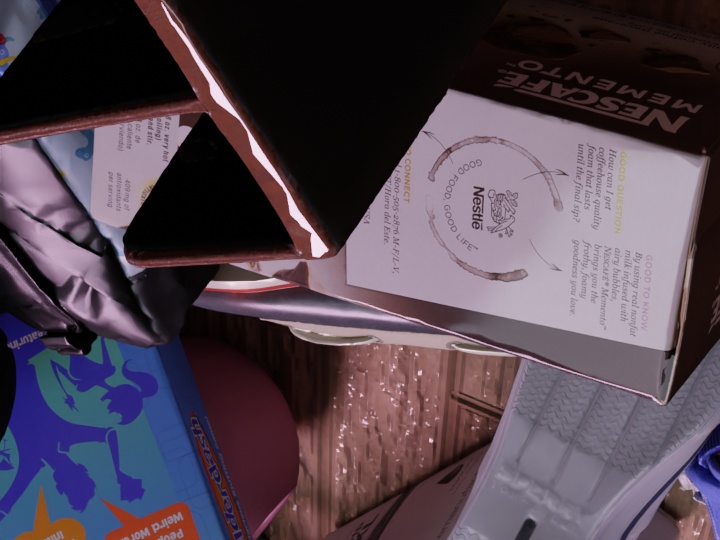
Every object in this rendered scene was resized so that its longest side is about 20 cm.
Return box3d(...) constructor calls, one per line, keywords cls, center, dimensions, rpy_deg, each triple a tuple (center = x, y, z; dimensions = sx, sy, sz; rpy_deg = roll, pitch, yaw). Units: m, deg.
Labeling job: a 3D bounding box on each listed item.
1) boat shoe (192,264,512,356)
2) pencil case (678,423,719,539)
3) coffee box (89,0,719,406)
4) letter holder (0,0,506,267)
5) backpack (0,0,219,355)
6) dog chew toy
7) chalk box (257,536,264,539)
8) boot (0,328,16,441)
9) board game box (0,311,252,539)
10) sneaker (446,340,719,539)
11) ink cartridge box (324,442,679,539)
box3d(cls="boat shoe", center=(0.000, 0.000, 0.743), dimensions=(0.199, 0.071, 0.063), rpy_deg=(0, 136, 32))
box3d(cls="pencil case", center=(0.174, 0.130, 0.715), dimensions=(0.086, 0.078, 0.201), rpy_deg=(-7, 117, 21))
box3d(cls="coffee box", center=(0.028, -0.041, 0.615), dimensions=(0.199, 0.113, 0.080), rpy_deg=(17, 117, 23))
box3d(cls="letter holder", center=(-0.036, -0.103, 0.534), dimensions=(0.142, 0.200, 0.101), rpy_deg=(-5, 130, 41))
box3d(cls="backpack", center=(-0.143, -0.083, 0.708), dimensions=(0.162, 0.154, 0.200), rpy_deg=(13, 156, 41))
box3d(cls="dog chew toy", center=(-0.124, 0.056, 0.866), dimensions=(0.200, 0.125, 0.125), rpy_deg=(40, 145, 5))
box3d(cls="chalk box", center=(-0.104, 0.196, 1.003), dimensions=(0.199, 0.124, 0.125), rpy_deg=(-16, 121, 46))
box3d(cls="boot", center=(-0.237, 0.008, 0.694), dimensions=(0.167, 0.077, 0.200), rpy_deg=(-1, 147, 18))
box3d(cls="board game box", center=(-0.121, 0.117, 0.777), dimensions=(0.045, 0.151, 0.201), rpy_deg=(28, -141, -77))
box3d(cls="sneaker", center=(0.082, 0.061, 0.691), dimensions=(0.073, 0.201, 0.071), rpy_deg=(36, -171, 13))
box3d(cls="ink cartridge box", center=(0.027, 0.166, 0.844), dimensions=(0.084, 0.145, 0.200), rpy_deg=(40, 144, -9))
